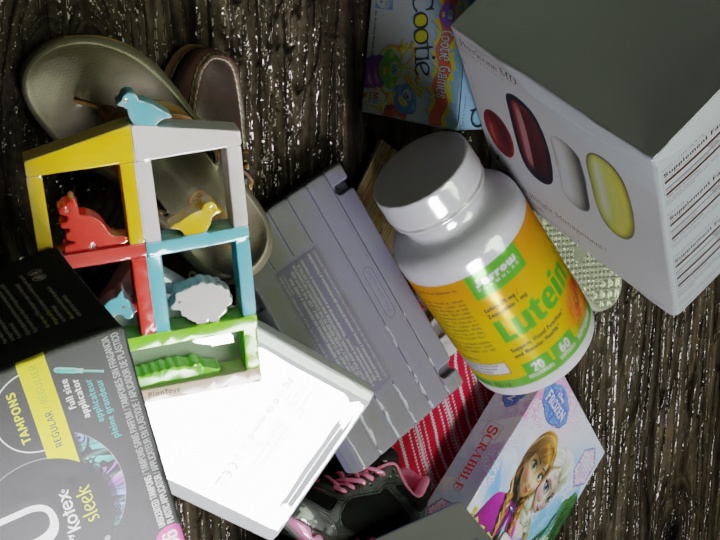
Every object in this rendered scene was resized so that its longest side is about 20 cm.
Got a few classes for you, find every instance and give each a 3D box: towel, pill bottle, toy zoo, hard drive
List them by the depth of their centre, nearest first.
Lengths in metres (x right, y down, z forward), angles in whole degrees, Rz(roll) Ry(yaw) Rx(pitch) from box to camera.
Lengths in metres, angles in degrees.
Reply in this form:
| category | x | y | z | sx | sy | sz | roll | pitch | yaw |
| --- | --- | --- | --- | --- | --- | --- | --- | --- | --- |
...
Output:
| category | x | y | z | sx | sy | sz | roll | pitch | yaw |
| --- | --- | --- | --- | --- | --- | --- | --- | --- | --- |
| toy zoo | -0.132 | -0.013 | 0.800 | 0.129 | 0.020 | 0.203 | -10 | 115 | -14 |
| hard drive | -0.105 | 0.089 | 0.879 | 0.199 | 0.027 | 0.133 | 31 | 99 | -27 |
| pill bottle | 0.094 | -0.007 | 1.017 | 0.111 | 0.110 | 0.201 | -52 | 125 | -24 |
| towel | 0.077 | 0.138 | 1.185 | 0.199 | 0.022 | 0.146 | -37 | 126 | -36 |

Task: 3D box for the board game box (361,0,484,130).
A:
| category | x | y | z | sx | sy | sz | roll | pitch | yaw |
| --- | --- | --- | --- | --- | --- | --- | --- | --- | --- |
| board game box | 0.107 | -0.174 | 1.064 | 0.199 | 0.102 | 0.106 | -8 | 108 | -47 |

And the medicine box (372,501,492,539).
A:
| category | x | y | z | sx | sy | sz | roll | pitch | yaw |
| --- | --- | --- | --- | --- | --- | --- | --- | --- | --- |
| medicine box | 0.021 | 0.311 | 1.040 | 0.180 | 0.103 | 0.202 | -17 | 136 | -30 |

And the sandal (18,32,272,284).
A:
| category | x | y | z | sx | sy | sz | roll | pitch | yaw |
| --- | --- | --- | --- | --- | --- | --- | --- | --- | --- |
| sandal | -0.126 | -0.069 | 0.818 | 0.080 | 0.054 | 0.200 | -43 | 107 | -4 |

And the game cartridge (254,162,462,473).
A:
| category | x | y | z | sx | sy | sz | roll | pitch | yaw |
| --- | --- | --- | --- | --- | --- | --- | --- | --- | --- |
| game cartridge | -0.016 | 0.036 | 0.986 | 0.129 | 0.038 | 0.202 | -34 | 99 | -32 |

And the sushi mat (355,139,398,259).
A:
| category | x | y | z | sx | sy | sz | roll | pitch | yaw |
| --- | --- | --- | --- | --- | --- | --- | --- | --- | --- |
| sushi mat | 0.000 | 0.000 | 1.064 | 0.096 | 0.012 | 0.202 | 39 | 71 | -45 |

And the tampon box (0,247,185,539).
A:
| category | x | y | z | sx | sy | sz | roll | pitch | yaw |
| --- | --- | --- | --- | --- | --- | --- | --- | --- | --- |
| tampon box | -0.222 | 0.106 | 0.718 | 0.198 | 0.126 | 0.152 | -23 | 119 | -21 |

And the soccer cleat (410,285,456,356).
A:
| category | x | y | z | sx | sy | sz | roll | pitch | yaw |
| --- | --- | --- | --- | --- | --- | --- | --- | --- | --- |
| soccer cleat | 0.043 | 0.067 | 1.103 | 0.069 | 0.078 | 0.201 | 39 | 48 | -5 |

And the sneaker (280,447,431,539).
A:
| category | x | y | z | sx | sy | sz | roll | pitch | yaw |
| --- | --- | --- | --- | --- | --- | --- | --- | --- | --- |
| sneaker | -0.006 | 0.184 | 1.061 | 0.199 | 0.078 | 0.097 | 25 | 86 | -52 |

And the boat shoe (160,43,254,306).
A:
| category | x | y | z | sx | sy | sz | roll | pitch | yaw |
| --- | --- | --- | --- | --- | --- | --- | --- | --- | --- |
| boat shoe | -0.102 | -0.050 | 0.893 | 0.070 | 0.070 | 0.203 | -7 | 105 | -46 |

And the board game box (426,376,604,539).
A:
| category | x | y | z | sx | sy | sz | roll | pitch | yaw |
| --- | --- | --- | --- | --- | --- | --- | --- | --- | --- |
| board game box | 0.148 | 0.206 | 1.244 | 0.201 | 0.041 | 0.200 | -56 | 143 | -15 |

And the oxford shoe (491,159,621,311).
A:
| category | x | y | z | sx | sy | sz | roll | pitch | yaw |
| --- | --- | --- | --- | --- | --- | --- | --- | --- | --- |
| oxford shoe | 0.174 | -0.039 | 1.222 | 0.075 | 0.057 | 0.201 | -49 | 118 | -18 |

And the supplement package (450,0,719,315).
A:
| category | x | y | z | sx | sy | sz | roll | pitch | yaw |
| --- | --- | --- | --- | --- | --- | --- | --- | --- | --- |
| supplement package | 0.194 | -0.114 | 0.933 | 0.147 | 0.191 | 0.201 | -43 | 146 | -11 |
